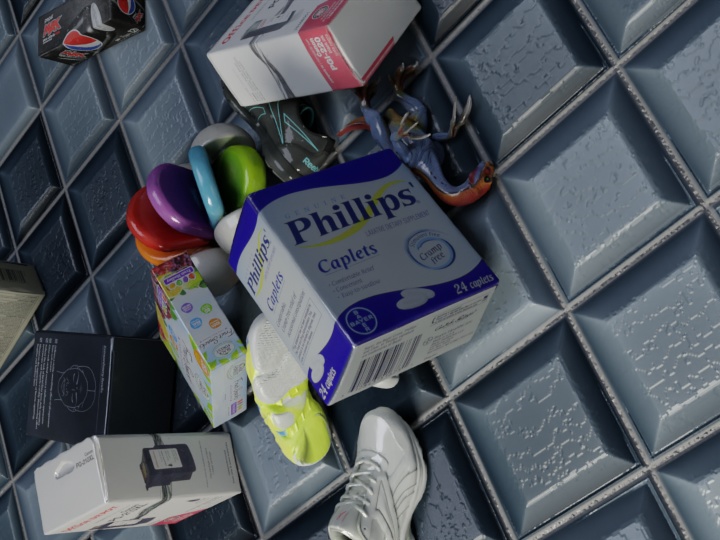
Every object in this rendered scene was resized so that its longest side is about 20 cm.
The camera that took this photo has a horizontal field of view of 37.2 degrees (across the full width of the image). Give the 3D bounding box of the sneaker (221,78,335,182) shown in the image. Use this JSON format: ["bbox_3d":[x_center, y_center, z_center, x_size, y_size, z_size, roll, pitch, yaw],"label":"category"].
[{"bbox_3d":[-0.098,-0.189,1.300,0.079,0.075,0.200,-42,64,16],"label":"sneaker"}]

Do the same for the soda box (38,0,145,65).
[{"bbox_3d":[-0.407,-0.371,1.609,0.200,0.063,0.071,-12,77,43],"label":"soda box"}]

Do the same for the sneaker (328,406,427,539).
[{"bbox_3d":[0.011,0.242,1.107,0.078,0.099,0.201,-7,80,43],"label":"sneaker"}]

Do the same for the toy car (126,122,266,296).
[{"bbox_3d":[-0.200,-0.077,1.286,0.200,0.150,0.176,-41,58,36],"label":"toy car"}]

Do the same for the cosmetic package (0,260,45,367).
[{"bbox_3d":[-0.597,0.078,1.705,0.200,0.105,0.071,-51,52,24],"label":"cosmetic package"}]

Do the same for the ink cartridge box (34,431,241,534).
[{"bbox_3d":[-0.271,0.258,1.304,0.145,0.200,0.085,-31,64,37],"label":"ink cartridge box"}]

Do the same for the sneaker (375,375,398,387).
[{"bbox_3d":[-0.009,0.034,1.161,0.200,0.076,0.105,46,115,38],"label":"sneaker"}]

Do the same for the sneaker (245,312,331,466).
[{"bbox_3d":[-0.098,0.124,1.201,0.105,0.076,0.201,31,139,55],"label":"sneaker"}]

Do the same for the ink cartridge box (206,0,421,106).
[{"bbox_3d":[-0.055,-0.270,1.206,0.200,0.085,0.146,-3,44,44],"label":"ink cartridge box"}]

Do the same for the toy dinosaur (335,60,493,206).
[{"bbox_3d":[0.069,-0.134,1.146,0.182,0.105,0.200,66,160,16],"label":"toy dinosaur"}]

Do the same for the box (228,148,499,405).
[{"bbox_3d":[0.000,0.000,1.063,0.200,0.183,0.105,52,145,26],"label":"box"}]

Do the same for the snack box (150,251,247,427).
[{"bbox_3d":[-0.187,0.087,1.258,0.142,0.053,0.200,54,160,19],"label":"snack box"}]

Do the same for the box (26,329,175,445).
[{"bbox_3d":[-0.355,0.161,1.461,0.199,0.107,0.149,1,85,44],"label":"box"}]
